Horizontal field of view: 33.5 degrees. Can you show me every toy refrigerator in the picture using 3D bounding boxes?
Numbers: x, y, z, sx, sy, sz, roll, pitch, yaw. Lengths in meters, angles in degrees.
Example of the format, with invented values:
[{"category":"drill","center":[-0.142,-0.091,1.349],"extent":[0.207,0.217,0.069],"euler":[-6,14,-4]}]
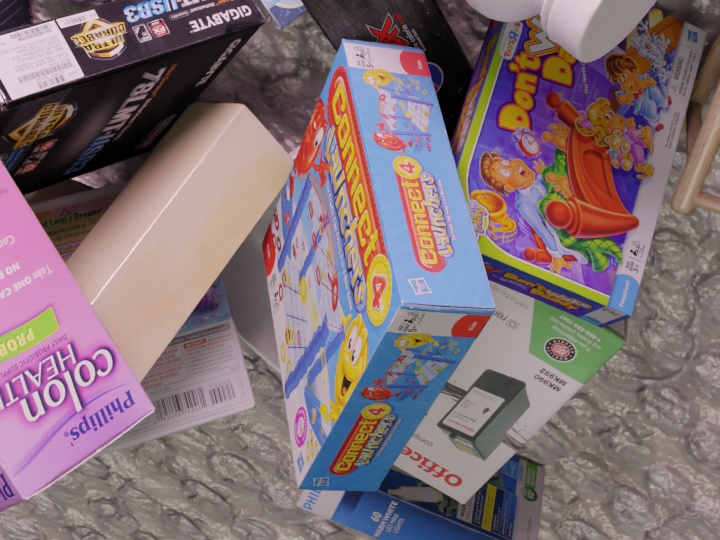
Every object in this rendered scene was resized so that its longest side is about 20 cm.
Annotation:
[{"category":"toy refrigerator","center":[-0.134,-0.016,0.812],"extent":[0.076,0.201,0.070],"euler":[10,150,51]}]

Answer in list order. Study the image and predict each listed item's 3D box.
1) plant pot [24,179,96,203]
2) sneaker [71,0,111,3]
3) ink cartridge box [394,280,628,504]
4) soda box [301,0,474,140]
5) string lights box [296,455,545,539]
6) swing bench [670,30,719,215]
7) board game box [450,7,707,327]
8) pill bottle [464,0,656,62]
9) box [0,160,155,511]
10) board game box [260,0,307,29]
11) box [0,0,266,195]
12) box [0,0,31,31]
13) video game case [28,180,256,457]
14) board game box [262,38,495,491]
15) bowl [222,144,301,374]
[{"category":"plant pot","center":[-0.250,0.063,0.920],"extent":[0.186,0.201,0.188],"euler":[26,147,18]},{"category":"sneaker","center":[-0.165,-0.205,0.764],"extent":[0.088,0.199,0.081],"euler":[-15,98,40]},{"category":"ink cartridge box","center":[0.074,0.055,0.853],"extent":[0.145,0.084,0.201],"euler":[30,125,-9]},{"category":"soda box","center":[0.013,-0.160,0.762],"extent":[0.070,0.064,0.200],"euler":[-31,140,8]},{"category":"string lights box","center":[0.054,0.187,1.029],"extent":[0.198,0.103,0.059],"euler":[22,128,-3]},{"category":"swing bench","center":[0.320,-0.116,0.734],"extent":[0.197,0.130,0.202],"euler":[18,127,1]},{"category":"board game box","center":[0.130,-0.084,0.761],"extent":[0.133,0.202,0.045],"euler":[21,165,-10]},{"category":"pill bottle","center":[0.063,-0.198,0.603],"extent":[0.200,0.108,0.109],"euler":[44,129,17]},{"category":"box","center":[-0.244,0.042,0.718],"extent":[0.175,0.096,0.201],"euler":[-28,96,52]},{"category":"board game box","center":[-0.055,-0.274,0.747],"extent":[0.135,0.035,0.201],"euler":[-34,113,9]},{"category":"box","center":[-0.188,-0.111,0.790],"extent":[0.200,0.197,0.050],"euler":[-32,85,51]},{"category":"box","center":[-0.328,-0.204,0.838],"extent":[0.146,0.105,0.202],"euler":[7,126,16]},{"category":"video game case","center":[-0.191,0.037,0.850],"extent":[0.198,0.024,0.184],"euler":[-15,88,-18]},{"category":"board game box","center":[0.000,0.000,0.739],"extent":[0.055,0.202,0.197],"euler":[4,141,-20]},{"category":"bowl","center":[-0.012,-0.008,0.926],"extent":[0.199,0.075,0.200],"euler":[-34,111,31]}]
